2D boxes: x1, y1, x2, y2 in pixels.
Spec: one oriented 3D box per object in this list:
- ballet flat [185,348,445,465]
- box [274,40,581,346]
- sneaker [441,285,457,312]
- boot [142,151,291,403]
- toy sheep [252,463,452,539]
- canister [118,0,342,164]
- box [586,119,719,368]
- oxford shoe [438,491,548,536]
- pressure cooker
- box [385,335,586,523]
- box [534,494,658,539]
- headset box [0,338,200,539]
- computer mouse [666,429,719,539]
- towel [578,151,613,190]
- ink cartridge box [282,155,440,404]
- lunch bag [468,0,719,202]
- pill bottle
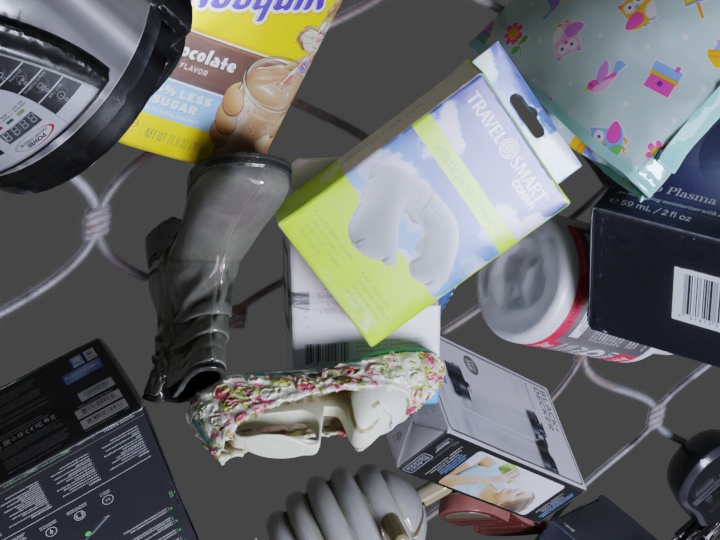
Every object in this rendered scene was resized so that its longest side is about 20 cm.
[{"bbox_3d":[-0.027,0.105,1.109,0.198,0.064,0.076,-8,136,-13],"label":"ballet flat"},{"bbox_3d":[0.052,-0.053,1.081,0.199,0.048,0.122,-36,111,5],"label":"box"},{"bbox_3d":[0.047,-0.011,1.228,0.078,0.066,0.201,30,107,-20],"label":"sneaker"},{"bbox_3d":[-0.097,0.012,1.036,0.067,0.132,0.200,8,154,-24],"label":"boot"},{"bbox_3d":[-0.008,0.232,1.308,0.198,0.138,0.139,-24,132,-6],"label":"toy sheep"},{"bbox_3d":[-0.087,-0.173,0.999,0.147,0.087,0.201,12,115,-38],"label":"canister"},{"bbox_3d":[0.305,-0.030,1.190,0.198,0.198,0.124,-46,142,-43],"label":"box"},{"bbox_3d":[0.131,0.205,1.427,0.070,0.076,0.200,-7,160,21],"label":"oxford shoe"},{"bbox_3d":[-0.203,-0.145,0.880,0.200,0.175,0.180,41,71,-45],"label":"pressure cooker"},{"bbox_3d":[0.100,0.133,1.314,0.060,0.117,0.199,-38,137,24],"label":"box"},{"bbox_3d":[0.197,0.339,1.482,0.201,0.117,0.196,-56,160,13],"label":"box"},{"bbox_3d":[-0.226,0.183,1.155,0.173,0.093,0.201,-29,133,-14],"label":"headset box"},{"bbox_3d":[0.362,0.222,1.609,0.138,0.053,0.200,-38,145,-3],"label":"computer mouse"},{"bbox_3d":[0.249,-0.126,1.293,0.133,0.034,0.200,-45,133,0],"label":"towel"},{"bbox_3d":[0.000,0.000,1.155,0.114,0.068,0.202,-3,112,-8],"label":"ink cartridge box"},{"bbox_3d":[0.206,-0.159,1.124,0.171,0.200,0.122,-48,134,5],"label":"lunch bag"},{"bbox_3d":[0.204,0.019,1.311,0.198,0.111,0.112,12,114,-38],"label":"pill bottle"}]
